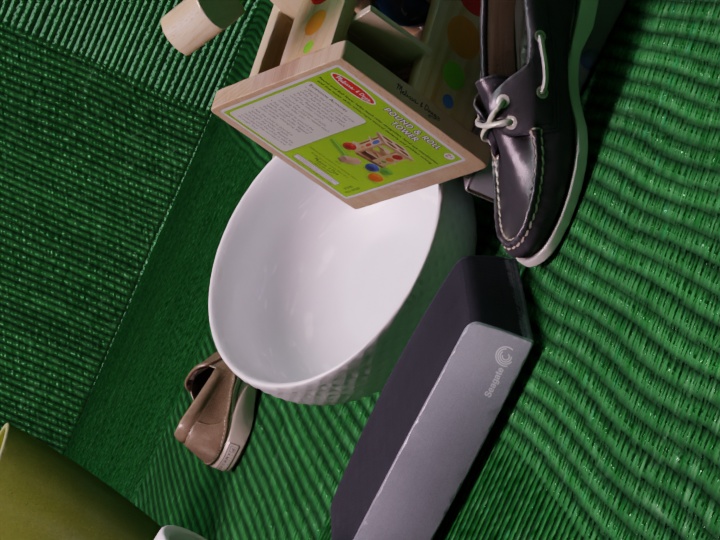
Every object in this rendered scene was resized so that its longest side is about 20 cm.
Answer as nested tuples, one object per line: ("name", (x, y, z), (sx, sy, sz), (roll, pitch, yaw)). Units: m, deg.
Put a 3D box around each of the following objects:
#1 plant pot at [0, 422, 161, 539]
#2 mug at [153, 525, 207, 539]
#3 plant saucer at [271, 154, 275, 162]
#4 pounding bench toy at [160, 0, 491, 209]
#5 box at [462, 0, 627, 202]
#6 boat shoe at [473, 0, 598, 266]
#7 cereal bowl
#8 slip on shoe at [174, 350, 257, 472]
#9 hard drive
("plant pot", (-0.240, 0.251, 2.049), (0.187, 0.200, 0.188), (-157, 90, -80))
("mug", (-0.086, 0.257, 1.365), (0.153, 0.186, 0.149), (-51, 32, 2))
("plant saucer", (0.026, -0.113, 1.697), (0.200, 0.031, 0.200), (-36, -18, -14))
("pounding bench toy", (-0.014, -0.163, 1.479), (0.124, 0.200, 0.156), (-17, 49, 47))
("box", (0.119, -0.154, 1.528), (0.156, 0.041, 0.200), (-97, 30, -69))
("boat shoe", (0.093, -0.103, 1.399), (0.074, 0.060, 0.201), (-13, 66, 59))
("cereal bowl", (0.000, 0.000, 1.587), (0.200, 0.083, 0.201), (-25, 50, 33))
("slip on shoe", (-0.125, 0.099, 2.185), (0.200, 0.060, 0.076), (-79, 16, -51))
("hard drive", (0.036, 0.094, 1.400), (0.135, 0.042, 0.200), (-92, 27, -67))
